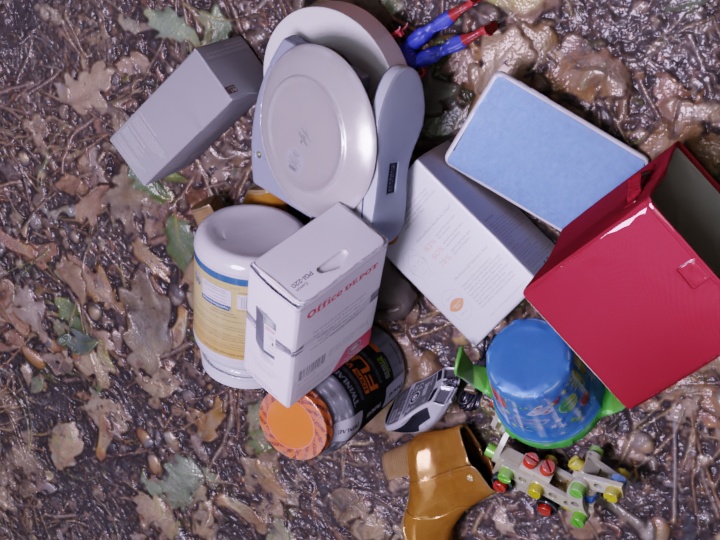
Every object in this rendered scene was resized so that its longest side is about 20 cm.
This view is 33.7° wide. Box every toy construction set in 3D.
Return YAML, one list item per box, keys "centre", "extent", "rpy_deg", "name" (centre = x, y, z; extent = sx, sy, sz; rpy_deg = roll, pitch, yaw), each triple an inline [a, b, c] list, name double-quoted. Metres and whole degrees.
- centre: [0.227, 0.235, 1.456]
  extent: [0.200, 0.092, 0.131]
  rpy_deg: [39, 148, 20]
  name: "toy construction set"

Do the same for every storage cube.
- centre: [0.312, 0.007, 1.258]
  extent: [0.200, 0.171, 0.180]
  rpy_deg: [48, 126, -4]
  name: "storage cube"

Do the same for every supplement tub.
- centre: [-0.138, 0.034, 1.495]
  extent: [0.144, 0.145, 0.200]
  rpy_deg: [21, 127, 21]
  name: "supplement tub"
- centre: [-0.036, 0.153, 1.508]
  extent: [0.122, 0.200, 0.123]
  rpy_deg: [11, 115, 25]
  name: "supplement tub"

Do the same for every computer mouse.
- centre: [0.105, 0.159, 1.507]
  extent: [0.044, 0.110, 0.200]
  rpy_deg: [38, 138, -15]
  name: "computer mouse"

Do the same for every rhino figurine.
- centre: [0.000, 0.000, 1.465]
  extent: [0.087, 0.060, 0.200]
  rpy_deg: [-14, 138, 26]
  name: "rhino figurine"

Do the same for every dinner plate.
- centre: [-0.057, -0.155, 1.351]
  extent: [0.200, 0.024, 0.201]
  rpy_deg: [20, 117, 45]
  name: "dinner plate"

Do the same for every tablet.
- centre: [0.209, -0.125, 1.345]
  extent: [0.200, 0.014, 0.130]
  rpy_deg: [30, 120, -1]
  name: "tablet"

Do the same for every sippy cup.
- centre: [0.202, 0.118, 1.339]
  extent: [0.178, 0.130, 0.140]
  rpy_deg: [-25, 60, 8]
  name: "sippy cup"

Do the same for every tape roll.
- centre: [-0.029, -0.217, 1.415]
  extent: [0.203, 0.037, 0.203]
  rpy_deg: [19, 123, 31]
  name: "tape roll"

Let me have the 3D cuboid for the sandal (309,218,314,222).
- centre: [-0.044, -0.011, 1.534]
  extent: [0.082, 0.050, 0.203]
  rpy_deg: [24, 118, 10]
  name: "sandal"

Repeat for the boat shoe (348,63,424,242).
- centre: [0.015, -0.138, 1.348]
  extent: [0.086, 0.075, 0.202]
  rpy_deg: [25, 117, 42]
  name: "boat shoe"

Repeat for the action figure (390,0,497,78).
- centre: [0.062, -0.254, 1.386]
  extent: [0.200, 0.052, 0.065]
  rpy_deg: [-26, 98, 37]
  name: "action figure"

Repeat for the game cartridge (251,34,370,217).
- centre: [-0.067, -0.171, 1.417]
  extent: [0.133, 0.041, 0.200]
  rpy_deg: [30, 126, 20]
  name: "game cartridge"

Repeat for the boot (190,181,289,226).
- centre: [-0.114, -0.051, 1.563]
  extent: [0.201, 0.071, 0.144]
  rpy_deg: [-18, 113, 25]
  name: "boot"

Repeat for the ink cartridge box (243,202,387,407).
- centre: [-0.054, 0.041, 1.359]
  extent: [0.085, 0.146, 0.200]
  rpy_deg: [40, 147, 21]
  name: "ink cartridge box"

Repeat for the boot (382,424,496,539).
- centre: [0.120, 0.305, 1.548]
  extent: [0.144, 0.071, 0.201]
  rpy_deg: [-21, 93, 37]
  name: "boot"

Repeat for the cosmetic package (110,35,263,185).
- centre: [-0.216, -0.204, 1.526]
  extent: [0.200, 0.107, 0.090]
  rpy_deg: [-40, 87, 33]
  name: "cosmetic package"

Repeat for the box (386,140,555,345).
- centre: [0.120, -0.034, 1.407]
  extent: [0.200, 0.097, 0.124]
  rpy_deg: [46, 124, 6]
  name: "box"
